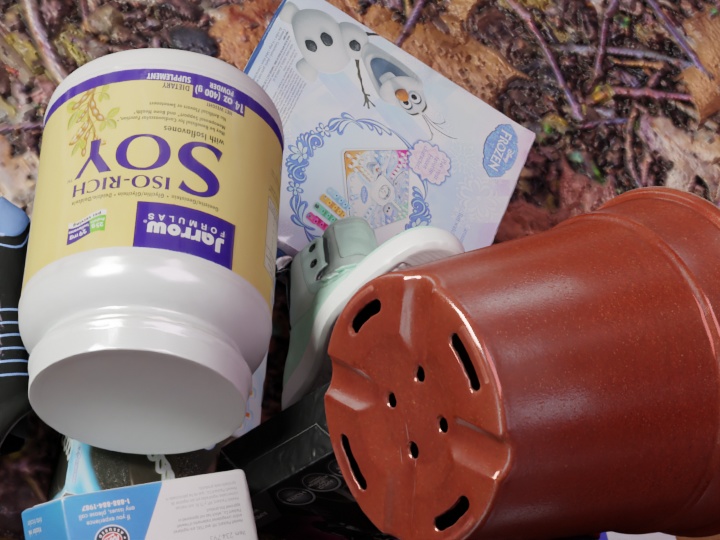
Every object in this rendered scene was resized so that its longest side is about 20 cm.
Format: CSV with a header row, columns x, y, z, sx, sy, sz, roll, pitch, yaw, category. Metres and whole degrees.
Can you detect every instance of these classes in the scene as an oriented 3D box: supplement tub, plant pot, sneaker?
x,y,z,sx,sy,sz,roll,pitch,yaw,category
-0.120,-0.010,1.352,0.145,0.145,0.200,16,55,-20,supplement tub
0.099,0.064,1.271,0.195,0.201,0.201,-9,67,-37,plant pot
0.000,0.000,1.402,0.074,0.200,0.118,11,55,-22,sneaker
-0.218,0.054,1.362,0.078,0.070,0.200,27,59,-17,sneaker

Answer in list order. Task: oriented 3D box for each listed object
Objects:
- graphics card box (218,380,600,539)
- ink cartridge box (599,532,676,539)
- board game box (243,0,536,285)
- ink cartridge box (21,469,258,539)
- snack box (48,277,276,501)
x,y,z,sx,sy,sz,roll,pitch,yaw,category
0.030,0.132,1.386,0.200,0.125,0.051,24,54,-31,graphics card box
0.161,0.208,1.493,0.099,0.039,0.200,2,63,-27,ink cartridge box
-0.001,-0.065,1.562,0.199,0.043,0.200,31,52,-8,board game box
-0.109,0.219,1.302,0.116,0.067,0.201,-6,82,-31,ink cartridge box
-0.117,0.067,1.423,0.116,0.037,0.200,18,55,-20,snack box
